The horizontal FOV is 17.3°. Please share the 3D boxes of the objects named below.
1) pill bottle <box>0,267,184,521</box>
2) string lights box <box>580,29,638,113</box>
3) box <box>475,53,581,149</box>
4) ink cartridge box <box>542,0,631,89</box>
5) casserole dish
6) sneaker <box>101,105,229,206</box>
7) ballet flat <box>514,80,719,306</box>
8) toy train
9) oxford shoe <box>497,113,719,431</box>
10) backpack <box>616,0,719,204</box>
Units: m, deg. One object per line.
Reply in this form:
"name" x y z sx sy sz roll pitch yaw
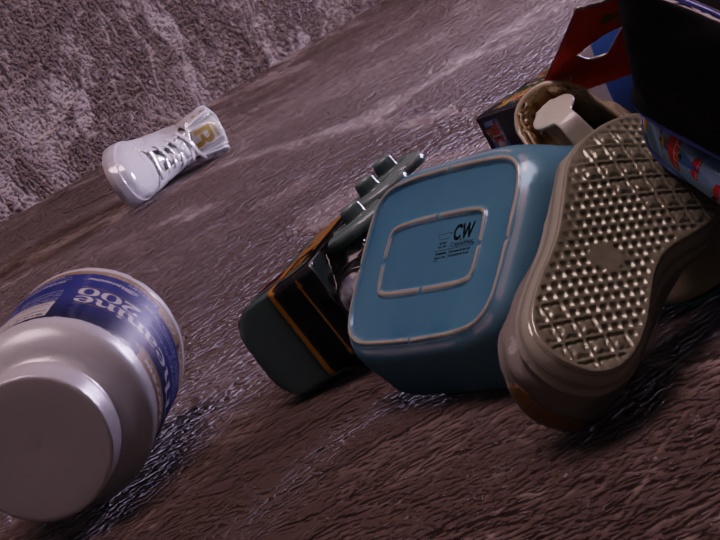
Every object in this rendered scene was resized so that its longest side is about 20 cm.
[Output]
"pill bottle" -0.165 0.072 1.349 0.111 0.111 0.200 -27 10 9
"string lights box" 0.211 -0.149 1.361 0.103 0.059 0.200 -17 -13 -21
"box" 0.192 -0.140 1.657 0.137 0.038 0.200 -35 12 -35
"ink cartridge box" 0.184 -0.116 1.193 0.173 0.044 0.200 -20 -8 -5
"casserole dish" 0.049 -0.003 1.158 0.200 0.039 0.121 -10 64 61
"sneaker" -0.209 -0.135 2.612 0.116 0.074 0.200 -29 8 16
"ballet flat" 0.122 -0.045 1.155 0.069 0.070 0.200 -29 26 -3
"toy train" 0.000 0.000 1.369 0.114 0.085 0.200 -35 7 18
"oxford shoe" 0.108 -0.002 1.039 0.200 0.075 0.058 -60 -7 -47
"backpack" 0.231 -0.114 1.010 0.200 0.135 0.183 -35 45 -24
